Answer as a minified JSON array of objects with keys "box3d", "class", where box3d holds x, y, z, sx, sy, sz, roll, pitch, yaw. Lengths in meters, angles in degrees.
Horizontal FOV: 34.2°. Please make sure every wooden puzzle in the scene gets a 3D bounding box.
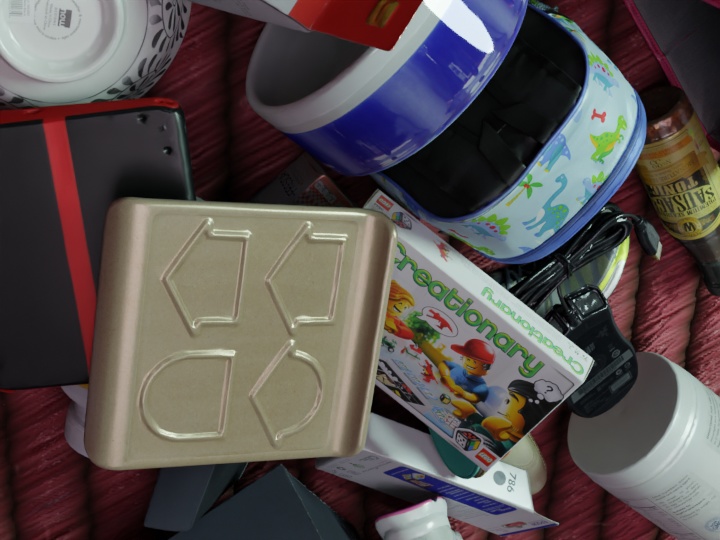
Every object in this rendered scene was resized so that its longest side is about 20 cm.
[{"box3d":[-0.084,0.042,0.806,0.200,0.046,0.186,2,105,-23],"class":"wooden puzzle"}]

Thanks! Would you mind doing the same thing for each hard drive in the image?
[{"box3d":[-0.103,0.105,0.933,0.042,0.135,0.200,25,110,10],"class":"hard drive"}]

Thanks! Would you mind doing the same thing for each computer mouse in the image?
[{"box3d":[0.188,0.028,0.939,0.140,0.046,0.200,-43,135,0],"class":"computer mouse"}]

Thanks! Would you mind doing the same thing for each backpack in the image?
[{"box3d":[0.109,-0.101,0.861,0.147,0.200,0.183,33,100,-38],"class":"backpack"}]

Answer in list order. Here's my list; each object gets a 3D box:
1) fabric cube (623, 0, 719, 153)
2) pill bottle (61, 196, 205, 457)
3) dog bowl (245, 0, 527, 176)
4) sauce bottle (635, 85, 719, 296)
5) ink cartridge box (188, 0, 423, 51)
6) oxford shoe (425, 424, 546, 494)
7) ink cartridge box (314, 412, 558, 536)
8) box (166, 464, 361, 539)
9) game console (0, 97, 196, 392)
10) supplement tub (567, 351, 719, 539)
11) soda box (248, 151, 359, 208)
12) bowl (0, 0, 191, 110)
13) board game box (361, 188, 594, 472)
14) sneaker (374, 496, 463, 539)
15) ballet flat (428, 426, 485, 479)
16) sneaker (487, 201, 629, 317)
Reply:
[{"box3d":[0.348,-0.200,0.889,0.199,0.196,0.200,-37,118,3],"class":"fabric cube"},{"box3d":[-0.173,0.042,0.895,0.112,0.112,0.200,7,111,-19],"class":"pill bottle"},{"box3d":[0.016,-0.167,0.805,0.079,0.200,0.200,37,99,-30],"class":"dog bowl"},{"box3d":[0.286,-0.063,1.008,0.066,0.066,0.200,-34,117,1],"class":"sauce bottle"},{"box3d":[-0.022,-0.232,0.745,0.161,0.200,0.050,-58,138,-9],"class":"ink cartridge box"},{"box3d":[0.106,0.152,1.047,0.071,0.074,0.200,-46,118,6],"class":"oxford shoe"},{"box3d":[0.069,0.182,1.029,0.200,0.099,0.039,25,62,-18],"class":"ink cartridge box"},{"box3d":[-0.094,0.286,0.995,0.200,0.104,0.182,-34,145,1],"class":"box"},{"box3d":[-0.197,-0.014,0.803,0.177,0.031,0.200,-6,111,-3],"class":"game console"},{"box3d":[0.303,0.177,1.084,0.200,0.132,0.132,37,100,-26],"class":"supplement tub"},{"box3d":[0.000,0.000,0.954,0.068,0.064,0.200,-41,117,3],"class":"soda box"},{"box3d":[-0.208,-0.182,0.794,0.200,0.094,0.201,-6,115,-14],"class":"bowl"},{"box3d":[0.055,0.048,0.868,0.200,0.035,0.126,38,128,1],"class":"board game box"},{"box3d":[0.063,0.279,1.055,0.081,0.088,0.200,-20,150,2],"class":"sneaker"},{"box3d":[0.081,0.074,0.940,0.065,0.070,0.200,-40,127,-40],"class":"ballet flat"},{"box3d":[0.151,0.018,1.002,0.081,0.074,0.200,38,93,-19],"class":"sneaker"}]
